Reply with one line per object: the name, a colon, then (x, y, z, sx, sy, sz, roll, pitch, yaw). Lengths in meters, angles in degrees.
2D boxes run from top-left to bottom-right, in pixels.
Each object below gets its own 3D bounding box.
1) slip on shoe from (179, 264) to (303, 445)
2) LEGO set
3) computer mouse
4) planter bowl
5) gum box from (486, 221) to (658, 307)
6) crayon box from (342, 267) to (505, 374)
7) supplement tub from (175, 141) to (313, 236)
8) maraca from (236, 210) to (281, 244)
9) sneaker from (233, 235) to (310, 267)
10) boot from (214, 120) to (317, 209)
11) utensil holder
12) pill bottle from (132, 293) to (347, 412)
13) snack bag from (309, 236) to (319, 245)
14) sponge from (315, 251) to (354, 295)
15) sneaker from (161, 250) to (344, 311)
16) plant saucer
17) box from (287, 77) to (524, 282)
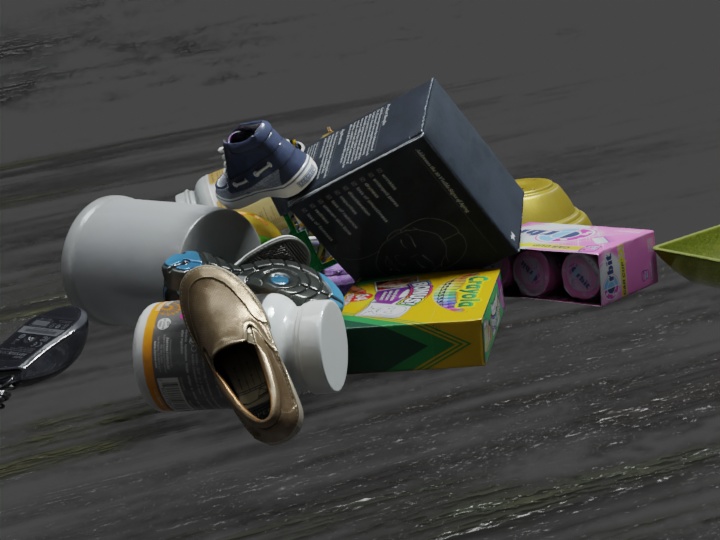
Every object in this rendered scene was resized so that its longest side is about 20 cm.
slip on shoe: (-0.120, 0.074, 1.304, 0.076, 0.200, 0.061, -29, -23, 7)
LEGO set: (-0.044, -0.091, 1.794, 0.154, 0.200, 0.116, -32, 9, 13)
computer mouse: (-0.395, 0.111, 1.602, 0.138, 0.053, 0.200, 6, 33, 39)
planter bowl: (0.223, -0.077, 1.877, 0.200, 0.084, 0.200, -8, 14, 2)
gum box: (0.239, -0.010, 1.640, 0.113, 0.066, 0.200, -20, 17, -41)
crayon box: (0.064, 0.053, 1.519, 0.172, 0.058, 0.200, -5, 15, 13)
supplement tub: (-0.152, -0.089, 1.983, 0.200, 0.145, 0.145, -21, 15, 1)
maraca: (-0.171, -0.020, 1.860, 0.137, 0.107, 0.200, 9, -15, -18)
sneaker: (-0.144, 0.027, 1.577, 0.200, 0.084, 0.121, -43, 21, 2)
boot: (-0.135, -0.131, 1.623, 0.200, 0.090, 0.073, -8, 43, 54)
utensil holder: (-0.245, -0.006, 1.715, 0.200, 0.170, 0.170, 5, 20, 38)
pill bottle: (-0.121, 0.083, 1.398, 0.200, 0.116, 0.116, -5, 15, 15)
snack bag: (0.027, -0.056, 1.943, 0.200, 0.021, 0.189, -7, 0, 18)
sponge: (0.000, 0.000, 1.819, 0.111, 0.030, 0.200, -11, 14, -8)
sneaker: (-0.115, 0.033, 1.478, 0.200, 0.082, 0.073, 10, 27, 9)
plant saucer: (0.474, -0.016, 1.563, 0.200, 0.048, 0.200, -17, 17, -28)
box: (0.057, -0.084, 1.616, 0.197, 0.200, 0.124, -24, 32, 30)
